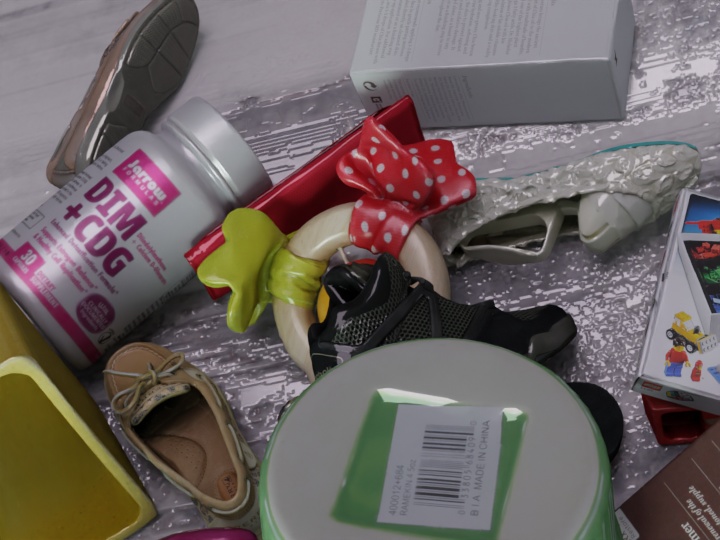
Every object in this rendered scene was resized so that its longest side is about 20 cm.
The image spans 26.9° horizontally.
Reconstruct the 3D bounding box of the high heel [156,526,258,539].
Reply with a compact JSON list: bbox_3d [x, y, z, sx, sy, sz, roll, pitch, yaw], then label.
[{"bbox_3d":[-0.141,0.240,0.944,0.200,0.067,0.096,-35,40,13],"label":"high heel"}]

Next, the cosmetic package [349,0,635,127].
[{"bbox_3d":[0.102,-0.170,1.142,0.199,0.071,0.102,0,56,20],"label":"cosmetic package"}]

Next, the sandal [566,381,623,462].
[{"bbox_3d":[0.090,0.103,0.914,0.200,0.048,0.075,-17,43,-35],"label":"sandal"}]

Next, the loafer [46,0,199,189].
[{"bbox_3d":[-0.200,-0.151,1.246,0.063,0.072,0.201,6,61,32],"label":"loafer"}]

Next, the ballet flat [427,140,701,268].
[{"bbox_3d":[0.140,-0.037,1.040,0.199,0.072,0.072,-10,53,24],"label":"ballet flat"}]

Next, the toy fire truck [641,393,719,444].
[{"bbox_3d":[0.265,0.020,0.962,0.199,0.049,0.142,-18,52,6],"label":"toy fire truck"}]

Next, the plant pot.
[{"bbox_3d":[-0.289,0.099,1.029,0.195,0.195,0.200,-31,45,-3],"label":"plant pot"}]

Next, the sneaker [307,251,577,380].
[{"bbox_3d":[0.049,0.032,0.959,0.199,0.076,0.115,-17,80,-31],"label":"sneaker"}]

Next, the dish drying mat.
[{"bbox_3d":[-0.038,-0.052,1.107,0.200,0.077,0.018,-37,60,-7],"label":"dish drying mat"}]

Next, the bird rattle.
[{"bbox_3d":[0.000,0.000,1.044,0.199,0.113,0.164,-26,78,8],"label":"bird rattle"}]

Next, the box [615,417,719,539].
[{"bbox_3d":[0.167,0.187,0.831,0.200,0.075,0.100,-45,48,10],"label":"box"}]

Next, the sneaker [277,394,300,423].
[{"bbox_3d":[0.013,0.128,0.941,0.200,0.088,0.077,30,92,35],"label":"sneaker"}]

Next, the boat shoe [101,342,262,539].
[{"bbox_3d":[-0.120,0.107,1.033,0.073,0.063,0.200,-41,52,-10],"label":"boat shoe"}]

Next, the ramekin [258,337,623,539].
[{"bbox_3d":[0.040,0.129,0.785,0.199,0.098,0.201,-4,45,4],"label":"ramekin"}]

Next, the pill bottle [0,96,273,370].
[{"bbox_3d":[-0.169,-0.031,1.116,0.200,0.114,0.113,-42,53,-11],"label":"pill bottle"}]

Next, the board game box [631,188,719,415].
[{"bbox_3d":[0.274,0.037,0.903,0.199,0.035,0.127,16,71,6],"label":"board game box"}]
